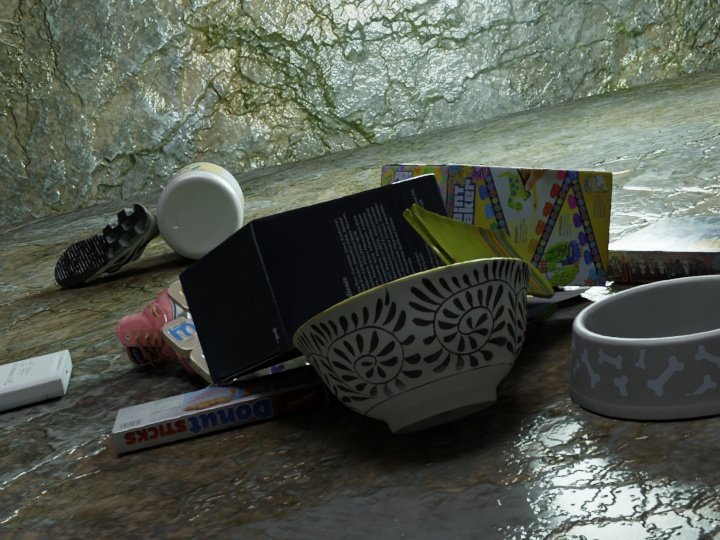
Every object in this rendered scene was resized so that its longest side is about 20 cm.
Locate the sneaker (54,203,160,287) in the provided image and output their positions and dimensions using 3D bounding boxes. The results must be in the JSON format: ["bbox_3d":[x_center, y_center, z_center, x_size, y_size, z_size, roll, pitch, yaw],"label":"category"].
[{"bbox_3d":[-0.416,-0.027,2.020,0.198,0.075,0.088,-32,-24,7],"label":"sneaker"}]

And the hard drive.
[{"bbox_3d":[-0.429,0.138,1.364,0.197,0.027,0.132,-13,12,-8],"label":"hard drive"}]

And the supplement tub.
[{"bbox_3d":[-0.270,-0.105,2.055,0.142,0.147,0.200,-12,11,-3],"label":"supplement tub"}]

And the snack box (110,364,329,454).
[{"bbox_3d":[-0.129,0.126,1.117,0.197,0.025,0.072,-13,11,-3],"label":"snack box"}]

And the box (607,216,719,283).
[{"bbox_3d":[0.370,-0.022,1.271,0.136,0.041,0.198,-22,16,-38],"label":"box"}]

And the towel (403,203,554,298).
[{"bbox_3d":[0.109,-0.014,1.055,0.018,0.086,0.199,-49,-24,16],"label":"towel"}]

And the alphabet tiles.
[{"bbox_3d":[-0.102,0.050,1.257,0.198,0.015,0.195,-27,48,-35],"label":"alphabet tiles"}]

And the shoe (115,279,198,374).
[{"bbox_3d":[-0.213,0.081,1.331,0.090,0.072,0.200,-33,24,-2],"label":"shoe"}]

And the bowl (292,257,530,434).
[{"bbox_3d":[0.052,0.071,0.951,0.197,0.096,0.201,-15,-14,-4],"label":"bowl"}]

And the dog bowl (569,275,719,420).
[{"bbox_3d":[0.260,0.056,0.970,0.197,0.060,0.200,-12,11,2],"label":"dog bowl"}]

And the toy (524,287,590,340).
[{"bbox_3d":[0.125,0.054,1.145,0.114,0.048,0.199,-7,7,40],"label":"toy"}]

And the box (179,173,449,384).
[{"bbox_3d":[-0.036,0.010,1.120,0.198,0.119,0.196,-17,-5,-30],"label":"box"}]

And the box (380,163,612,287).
[{"bbox_3d":[0.140,-0.053,1.315,0.189,0.124,0.200,1,4,-19],"label":"box"}]
